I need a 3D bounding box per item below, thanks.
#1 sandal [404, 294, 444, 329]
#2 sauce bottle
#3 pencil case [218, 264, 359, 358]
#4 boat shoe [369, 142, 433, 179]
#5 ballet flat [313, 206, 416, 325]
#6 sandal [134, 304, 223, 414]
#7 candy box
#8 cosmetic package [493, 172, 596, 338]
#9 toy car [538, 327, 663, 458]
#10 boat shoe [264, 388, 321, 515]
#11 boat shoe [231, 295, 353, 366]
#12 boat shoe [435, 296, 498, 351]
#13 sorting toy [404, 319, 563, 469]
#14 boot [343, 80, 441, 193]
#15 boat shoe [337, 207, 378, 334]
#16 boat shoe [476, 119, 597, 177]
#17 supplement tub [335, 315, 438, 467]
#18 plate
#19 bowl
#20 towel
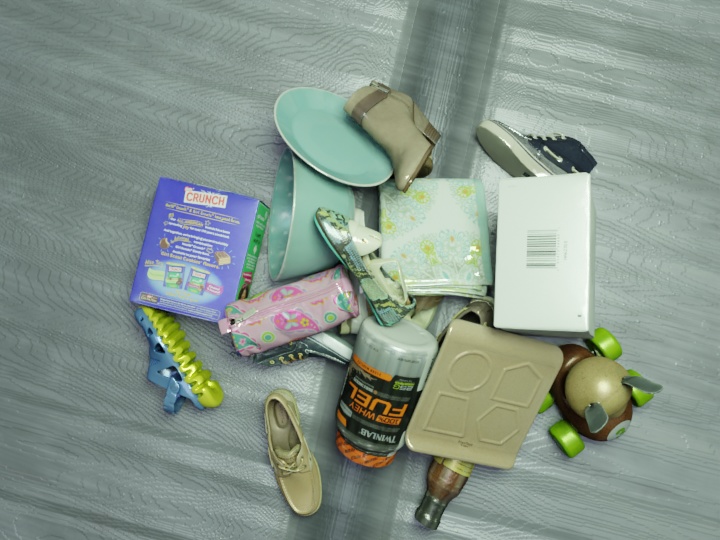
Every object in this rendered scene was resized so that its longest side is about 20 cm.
[{"bbox_3d":[0.108,0.018,0.891,0.079,0.057,0.202,33,87,2],"label":"sandal"},{"bbox_3d":[0.143,0.299,0.871,0.065,0.066,0.202,27,89,3],"label":"sauce bottle"},{"bbox_3d":[-0.102,0.060,0.820,0.198,0.087,0.088,-18,86,4],"label":"pencil case"},{"bbox_3d":[0.016,-0.187,0.910,0.197,0.072,0.077,-2,71,-6],"label":"boat shoe"},{"bbox_3d":[0.014,-0.015,0.771,0.074,0.074,0.201,-35,114,-1],"label":"ballet flat"},{"bbox_3d":[-0.306,0.147,0.887,0.087,0.079,0.201,-33,85,3],"label":"sandal"},{"bbox_3d":[-0.253,-0.030,0.895,0.167,0.077,0.203,14,88,3],"label":"candy box"},{"bbox_3d":[0.270,-0.010,0.801,0.122,0.200,0.202,0,81,26],"label":"cosmetic package"},{"bbox_3d":[0.349,0.184,0.804,0.164,0.200,0.159,-35,86,-1],"label":"toy car"},{"bbox_3d":[-0.113,0.289,0.876,0.070,0.065,0.202,-19,86,0],"label":"boat shoe"},{"bbox_3d":[-0.105,0.122,0.889,0.198,0.071,0.092,25,88,10],"label":"boat shoe"},{"bbox_3d":[0.138,0.124,0.841,0.072,0.059,0.201,46,123,25],"label":"boat shoe"},{"bbox_3d":[0.174,0.179,0.803,0.183,0.037,0.202,15,104,-15],"label":"sorting toy"},{"bbox_3d":[0.039,-0.206,0.829,0.145,0.201,0.070,35,128,-4],"label":"boot"},{"bbox_3d":[0.000,0.000,0.894,0.067,0.075,0.203,2,91,-10],"label":"boat shoe"},{"bbox_3d":[0.285,-0.193,0.901,0.200,0.075,0.093,41,81,-4],"label":"boat shoe"},{"bbox_3d":[0.033,0.179,0.835,0.121,0.123,0.202,16,106,2],"label":"supplement tub"},{"bbox_3d":[-0.038,-0.194,0.827,0.200,0.200,0.026,41,132,3],"label":"plate"},{"bbox_3d":[-0.073,-0.079,0.851,0.104,0.201,0.204,6,86,-17],"label":"bowl"},{"bbox_3d":[0.113,-0.054,0.870,0.169,0.048,0.202,2,67,-2],"label":"towel"}]
